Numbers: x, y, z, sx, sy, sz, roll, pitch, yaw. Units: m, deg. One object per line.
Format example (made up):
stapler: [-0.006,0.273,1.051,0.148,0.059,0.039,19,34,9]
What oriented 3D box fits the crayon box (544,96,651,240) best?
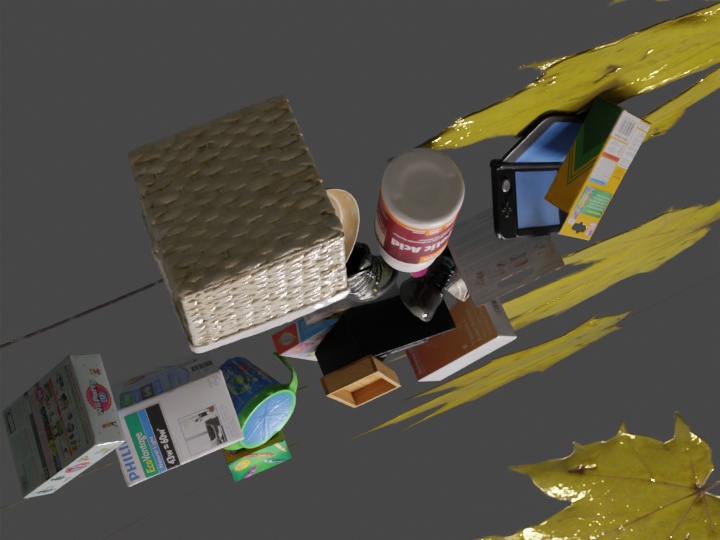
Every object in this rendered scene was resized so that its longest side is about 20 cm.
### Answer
crayon box: [0.350,-0.150,1.563,0.125,0.051,0.202,5,114,-56]

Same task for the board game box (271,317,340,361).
board game box: [-0.058,0.116,1.961,0.152,0.041,0.200,-30,162,15]

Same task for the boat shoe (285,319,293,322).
boat shoe: [-0.122,-0.006,1.464,0.072,0.059,0.201,-40,148,-19]

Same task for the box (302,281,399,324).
box: [-0.017,0.054,1.837,0.198,0.042,0.039,-12,160,-37]

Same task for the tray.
tray: [0.003,0.197,1.834,0.098,0.037,0.200,-26,163,7]

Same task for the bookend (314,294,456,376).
bookend: [0.041,0.129,1.907,0.196,0.093,0.200,-16,162,-26]

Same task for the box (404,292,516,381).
box: [0.186,0.112,2.090,0.199,0.154,0.106,-32,162,22]

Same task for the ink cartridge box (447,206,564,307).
ink cartridge box: [0.235,-0.025,1.699,0.161,0.202,0.057,-26,135,7]

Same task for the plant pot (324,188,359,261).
plant pot: [-0.080,-0.028,1.413,0.199,0.027,0.202,-37,146,-30]

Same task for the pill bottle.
pill bottle: [0.077,-0.077,1.456,0.113,0.116,0.200,-21,162,-11]

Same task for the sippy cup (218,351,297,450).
sippy cup: [-0.209,0.233,1.912,0.177,0.130,0.141,-24,141,-40]

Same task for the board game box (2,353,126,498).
board game box: [-0.460,0.239,1.598,0.199,0.149,0.064,-35,157,32]

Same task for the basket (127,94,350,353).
basket: [-0.133,-0.050,1.125,0.197,0.200,0.161,-21,159,-8]

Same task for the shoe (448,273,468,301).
shoe: [0.220,-0.026,1.852,0.070,0.054,0.201,-15,148,-53]

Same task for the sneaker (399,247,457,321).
sneaker: [0.121,0.014,1.786,0.079,0.075,0.201,-47,-171,28]

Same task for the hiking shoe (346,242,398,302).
hiking shoe: [0.000,0.000,1.643,0.198,0.077,0.100,-7,159,-43]

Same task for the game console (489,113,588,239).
game console: [0.300,-0.142,1.581,0.198,0.179,0.115,-6,-176,-44]

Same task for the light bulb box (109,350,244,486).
light bulb box: [-0.313,0.236,1.708,0.197,0.127,0.198,-21,-170,-12]

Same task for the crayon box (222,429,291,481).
crayon box: [-0.220,0.297,2.009,0.117,0.201,0.059,-21,132,-7]

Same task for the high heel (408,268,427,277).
high heel: [0.108,-0.048,1.674,0.095,0.068,0.200,-21,152,8]
